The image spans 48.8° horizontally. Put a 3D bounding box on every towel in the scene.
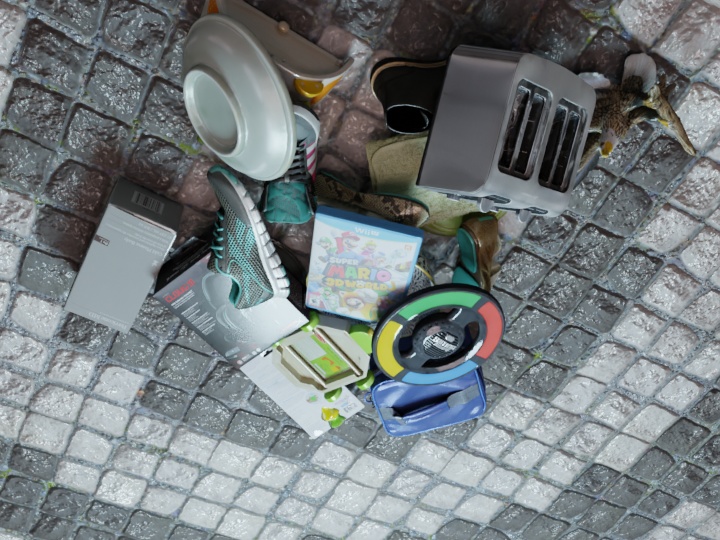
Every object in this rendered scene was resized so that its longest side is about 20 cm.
[{"bbox_3d":[0.112,-0.133,1.086,0.196,0.037,0.150,-14,125,7],"label":"towel"}]

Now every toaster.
[{"bbox_3d":[0.177,-0.168,0.950,0.179,0.118,0.204,9,98,-45],"label":"toaster"}]

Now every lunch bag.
[{"bbox_3d":[0.099,0.179,1.280,0.196,0.133,0.138,-17,124,8],"label":"lunch bag"}]

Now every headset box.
[{"bbox_3d":[-0.189,0.026,1.147,0.147,0.078,0.200,-33,122,18],"label":"headset box"}]

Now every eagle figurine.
[{"bbox_3d":[0.316,-0.188,1.054,0.198,0.150,0.155,-18,91,39],"label":"eagle figurine"}]

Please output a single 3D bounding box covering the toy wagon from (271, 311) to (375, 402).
[{"bbox_3d":[-0.042,0.125,1.212,0.198,0.040,0.155,-25,122,30],"label":"toy wagon"}]

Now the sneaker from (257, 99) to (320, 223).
[{"bbox_3d":[-0.093,-0.124,1.009,0.082,0.124,0.200,2,164,3],"label":"sneaker"}]

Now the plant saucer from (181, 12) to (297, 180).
[{"bbox_3d":[-0.156,-0.192,0.924,0.050,0.198,0.203,-33,133,-33],"label":"plant saucer"}]

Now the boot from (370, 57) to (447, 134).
[{"bbox_3d":[0.115,-0.215,1.003,0.195,0.139,0.079,-7,125,0],"label":"boot"}]

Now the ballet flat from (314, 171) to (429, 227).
[{"bbox_3d":[-0.001,-0.076,1.076,0.197,0.076,0.068,20,159,31],"label":"ballet flat"}]

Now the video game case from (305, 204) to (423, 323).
[{"bbox_3d":[0.000,0.000,1.079,0.140,0.018,0.202,14,141,2],"label":"video game case"}]

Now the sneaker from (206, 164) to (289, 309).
[{"bbox_3d":[-0.163,-0.035,1.026,0.090,0.077,0.203,-27,113,-13],"label":"sneaker"}]

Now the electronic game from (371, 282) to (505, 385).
[{"bbox_3d":[0.112,0.095,1.131,0.195,0.042,0.203,-7,133,-7],"label":"electronic game"}]

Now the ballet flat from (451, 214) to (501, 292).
[{"bbox_3d":[0.179,-0.013,1.187,0.071,0.068,0.202,-29,144,-18],"label":"ballet flat"}]

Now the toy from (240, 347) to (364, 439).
[{"bbox_3d":[-0.095,0.185,1.325,0.114,0.048,0.201,-33,114,17],"label":"toy"}]

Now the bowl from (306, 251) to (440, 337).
[{"bbox_3d":[0.025,0.002,1.163,0.196,0.095,0.203,8,140,7],"label":"bowl"}]

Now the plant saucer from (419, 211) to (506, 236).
[{"bbox_3d":[0.142,-0.127,1.132,0.195,0.031,0.203,-2,125,-2],"label":"plant saucer"}]

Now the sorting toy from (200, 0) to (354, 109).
[{"bbox_3d":[-0.139,-0.234,1.019,0.197,0.108,0.180,26,139,-19],"label":"sorting toy"}]

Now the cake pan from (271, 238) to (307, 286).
[{"bbox_3d":[-0.177,0.036,1.224,0.195,0.037,0.204,-2,125,-2],"label":"cake pan"}]

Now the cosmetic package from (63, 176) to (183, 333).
[{"bbox_3d":[-0.343,-0.019,1.147,0.105,0.091,0.202,22,118,-18],"label":"cosmetic package"}]
